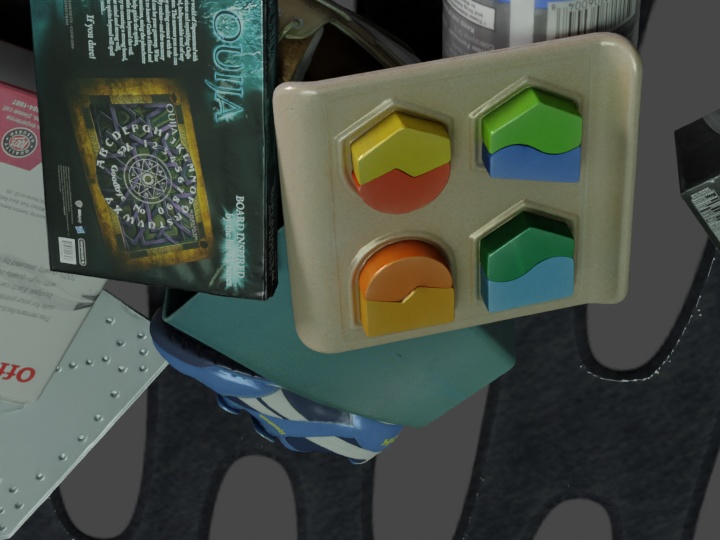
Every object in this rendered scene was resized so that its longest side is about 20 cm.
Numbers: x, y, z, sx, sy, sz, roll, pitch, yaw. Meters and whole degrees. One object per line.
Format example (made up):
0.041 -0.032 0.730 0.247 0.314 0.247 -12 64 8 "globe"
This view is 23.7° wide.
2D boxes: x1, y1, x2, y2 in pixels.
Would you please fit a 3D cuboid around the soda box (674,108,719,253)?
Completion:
0.290 -0.086 1.025 0.199 0.071 0.063 -26 123 25 "soda box"

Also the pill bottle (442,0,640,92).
0.103 -0.115 0.997 0.113 0.114 0.201 2 129 5 "pill bottle"

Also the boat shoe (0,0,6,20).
-0.276 -0.115 1.075 0.064 0.071 0.201 22 118 -6 "boat shoe"

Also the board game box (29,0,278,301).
-0.111 -0.081 0.942 0.134 0.028 0.201 9 122 10 "board game box"

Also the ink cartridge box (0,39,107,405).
-0.225 -0.030 1.048 0.146 0.083 0.201 17 111 -45 "ink cartridge box"

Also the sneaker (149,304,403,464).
-0.059 0.083 1.202 0.199 0.074 0.082 23 130 -10 "sneaker"

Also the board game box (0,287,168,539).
-0.259 0.070 1.176 0.200 0.026 0.200 -47 125 8 "board game box"

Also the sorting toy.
0.057 -0.035 0.954 0.198 0.037 0.186 -8 129 -5 "sorting toy"

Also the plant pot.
0.000 0.000 1.092 0.200 0.142 0.141 36 124 -28 "plant pot"

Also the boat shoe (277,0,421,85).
-0.043 -0.129 0.961 0.199 0.068 0.075 16 109 -25 "boat shoe"
